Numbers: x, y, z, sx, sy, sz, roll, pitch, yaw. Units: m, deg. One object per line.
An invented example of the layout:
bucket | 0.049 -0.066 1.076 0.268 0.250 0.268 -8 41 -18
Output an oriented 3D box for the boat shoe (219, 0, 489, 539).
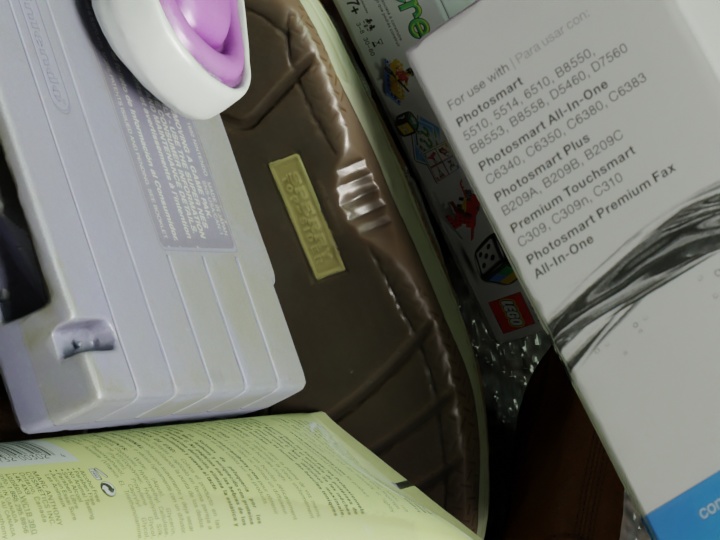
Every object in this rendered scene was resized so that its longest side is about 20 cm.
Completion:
boat shoe | 0.000 0.000 0.849 0.076 0.071 0.201 -42 119 -70

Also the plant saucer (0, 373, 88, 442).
plant saucer | -0.134 0.014 0.702 0.200 0.032 0.201 21 62 -46

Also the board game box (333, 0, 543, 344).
board game box | 0.057 -0.074 0.932 0.127 0.035 0.200 64 25 -15

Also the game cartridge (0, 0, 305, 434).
game cartridge | -0.082 -0.054 0.748 0.130 0.038 0.201 8 62 -70

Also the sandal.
sandal | -0.048 -0.131 0.792 0.082 0.050 0.203 38 35 -53

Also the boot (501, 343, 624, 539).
boot | 0.071 0.087 0.830 0.068 0.188 0.200 18 57 2

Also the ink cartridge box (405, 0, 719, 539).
ink cartridge box | 0.115 0.006 0.802 0.146 0.084 0.200 11 50 -61

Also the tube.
tube | -0.047 0.066 0.724 0.200 0.052 0.058 -5 75 -51
